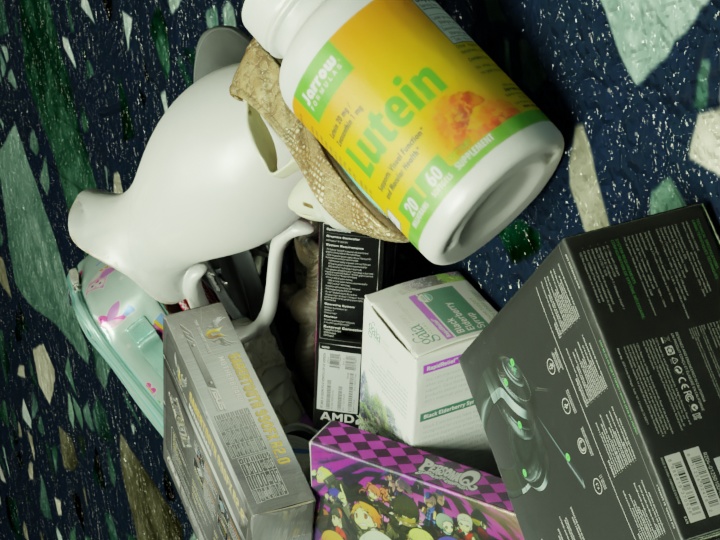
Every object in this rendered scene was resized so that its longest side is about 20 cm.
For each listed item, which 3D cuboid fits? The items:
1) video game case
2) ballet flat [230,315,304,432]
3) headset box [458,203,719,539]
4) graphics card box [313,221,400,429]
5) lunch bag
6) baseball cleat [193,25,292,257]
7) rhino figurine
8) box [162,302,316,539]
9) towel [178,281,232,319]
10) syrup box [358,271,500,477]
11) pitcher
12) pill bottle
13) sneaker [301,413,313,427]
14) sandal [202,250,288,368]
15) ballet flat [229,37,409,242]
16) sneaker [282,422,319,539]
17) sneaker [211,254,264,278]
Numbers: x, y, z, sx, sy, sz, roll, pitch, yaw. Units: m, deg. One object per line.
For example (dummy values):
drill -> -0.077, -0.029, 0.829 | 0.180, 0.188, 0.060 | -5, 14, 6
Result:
video game case -> 0.058, 0.209, 1.353 | 0.198, 0.036, 0.183 | 17, 124, 28
ballet flat -> -0.071, 0.127, 1.590 | 0.072, 0.071, 0.202 | -133, 33, -51
headset box -> 0.146, 0.088, 1.129 | 0.200, 0.092, 0.176 | 124, 130, -61
graphics card box -> 0.000, 0.000, 1.430 | 0.126, 0.050, 0.202 | -77, -10, -56
lunch bag -> -0.166, 0.067, 1.669 | 0.201, 0.077, 0.161 | 53, -177, -22
baseball cleat -> -0.087, -0.115, 1.602 | 0.107, 0.069, 0.202 | 96, 157, -75
rhino figurine -> -0.027, 0.033, 1.574 | 0.087, 0.059, 0.202 | -151, 53, -67
box -> -0.092, 0.149, 1.460 | 0.159, 0.048, 0.201 | 96, 154, -43
towel -> -0.129, 0.028, 1.702 | 0.145, 0.022, 0.200 | 54, -175, 9
syrup box -> 0.049, 0.109, 1.396 | 0.079, 0.081, 0.202 | 47, 143, 47
pitcher -> -0.092, -0.045, 1.466 | 0.171, 0.122, 0.200 | 42, 125, -14
pill bottle -> 0.020, -0.110, 1.231 | 0.200, 0.111, 0.111 | 48, 149, 16
sneaker -> -0.050, 0.171, 1.693 | 0.201, 0.072, 0.115 | -125, 34, -44
sandal -> -0.103, 0.013, 1.597 | 0.076, 0.043, 0.201 | -124, 13, -51
ballet flat -> -0.027, -0.073, 1.315 | 0.065, 0.070, 0.201 | -48, 51, 21
sneaker -> -0.022, 0.186, 1.566 | 0.147, 0.080, 0.200 | 54, 144, 7
sneaker -> -0.125, -0.035, 1.670 | 0.200, 0.071, 0.073 | 24, -132, -68
